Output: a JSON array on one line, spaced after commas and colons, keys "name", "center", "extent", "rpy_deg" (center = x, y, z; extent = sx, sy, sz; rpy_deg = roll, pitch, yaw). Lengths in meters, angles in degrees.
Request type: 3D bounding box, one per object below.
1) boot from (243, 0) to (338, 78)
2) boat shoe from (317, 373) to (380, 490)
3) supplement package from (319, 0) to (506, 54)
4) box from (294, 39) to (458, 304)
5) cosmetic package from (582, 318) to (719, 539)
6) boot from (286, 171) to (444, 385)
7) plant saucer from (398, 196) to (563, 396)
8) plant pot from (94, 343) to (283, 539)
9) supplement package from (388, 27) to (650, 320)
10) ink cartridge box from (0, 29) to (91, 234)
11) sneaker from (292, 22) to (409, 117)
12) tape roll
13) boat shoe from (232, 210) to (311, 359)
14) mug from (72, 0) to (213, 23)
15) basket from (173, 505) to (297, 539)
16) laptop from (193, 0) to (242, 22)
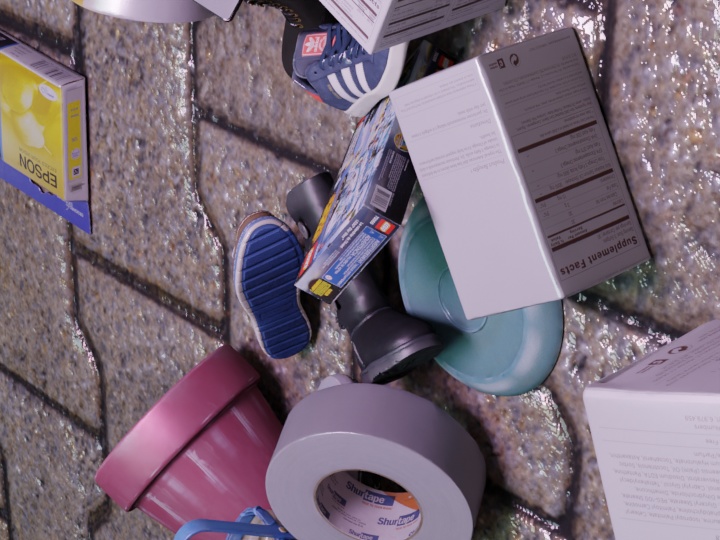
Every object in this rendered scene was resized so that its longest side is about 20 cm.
[{"name": "boot", "center": [-0.071, -0.238, 1.628], "extent": [0.077, 0.138, 0.201], "rpy_deg": [44, 137, 28]}, {"name": "boat shoe", "center": [-0.006, 0.189, 1.831], "extent": [0.069, 0.056, 0.201], "rpy_deg": [31, 130, 50]}, {"name": "supplement package", "center": [0.019, -0.296, 1.475], "extent": [0.200, 0.155, 0.111], "rpy_deg": [49, 141, 22]}, {"name": "box", "center": [0.014, -0.084, 1.568], "extent": [0.040, 0.201, 0.137], "rpy_deg": [29, 142, -11]}, {"name": "cosmetic package", "center": [0.293, 0.156, 1.356], "extent": [0.166, 0.167, 0.201], "rpy_deg": [-2, 106, 50]}, {"name": "boot", "center": [0.000, 0.000, 1.690], "extent": [0.201, 0.065, 0.165], "rpy_deg": [70, 160, 8]}, {"name": "plant saucer", "center": [0.098, 0.022, 1.644], "extent": [0.200, 0.027, 0.201], "rpy_deg": [27, 128, 41]}, {"name": "plant pot", "center": [-0.147, 0.209, 1.916], "extent": [0.179, 0.200, 0.200], "rpy_deg": [45, 140, 4]}, {"name": "supplement package", "center": [0.128, -0.077, 1.483], "extent": [0.117, 0.117, 0.201], "rpy_deg": [-15, 96, 50]}, {"name": "ink cartridge box", "center": [-0.386, -0.160, 2.130], "extent": [0.197, 0.047, 0.201], "rpy_deg": [29, 126, 38]}, {"name": "sneaker", "center": [-0.011, -0.188, 1.574], "extent": [0.200, 0.084, 0.075], "rpy_deg": [134, 153, -68]}, {"name": "tape roll", "center": [0.015, 0.197, 1.716], "extent": [0.199, 0.066, 0.201], "rpy_deg": [10, 135, 10]}, {"name": "boat shoe", "center": [-0.097, 0.004, 1.804], "extent": [0.201, 0.072, 0.073], "rpy_deg": [86, 159, -50]}, {"name": "mug", "center": [-0.218, -0.331, 1.744], "extent": [0.150, 0.185, 0.154], "rpy_deg": [-106, 23, -65]}, {"name": "basket", "center": [-0.110, 0.316, 1.785], "extent": [0.139, 0.199, 0.177], "rpy_deg": [54, 130, 49]}, {"name": "laptop", "center": [-0.168, -0.353, 1.612], "extent": [0.200, 0.116, 0.188], "rpy_deg": [34, 102, 16]}]
